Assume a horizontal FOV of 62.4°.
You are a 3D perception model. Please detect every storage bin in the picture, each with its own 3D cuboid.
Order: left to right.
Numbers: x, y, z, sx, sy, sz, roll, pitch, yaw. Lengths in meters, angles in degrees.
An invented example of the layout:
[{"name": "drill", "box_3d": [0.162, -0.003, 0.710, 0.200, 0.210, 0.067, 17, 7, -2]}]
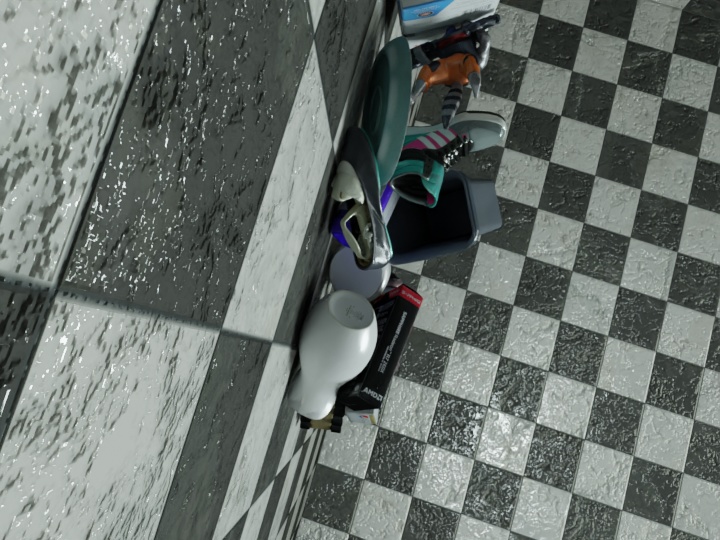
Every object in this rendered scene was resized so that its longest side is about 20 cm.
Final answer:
[{"name": "storage bin", "box_3d": [0.137, -0.102, 1.012, 0.132, 0.196, 0.151, -13, 91, -47]}]

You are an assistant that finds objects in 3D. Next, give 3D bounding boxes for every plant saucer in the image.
[{"name": "plant saucer", "box_3d": [0.031, -0.226, 0.846, 0.200, 0.026, 0.208, -175, -90, -78]}]

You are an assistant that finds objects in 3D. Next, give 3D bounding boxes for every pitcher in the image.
[{"name": "pitcher", "box_3d": [-0.040, 0.116, 0.969, 0.173, 0.118, 0.203, -67, -179, -52]}]

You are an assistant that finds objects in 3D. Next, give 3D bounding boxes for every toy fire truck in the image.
[{"name": "toy fire truck", "box_3d": [-0.059, 0.234, 1.303, 0.178, 0.124, 0.206, 100, -4, -59]}]

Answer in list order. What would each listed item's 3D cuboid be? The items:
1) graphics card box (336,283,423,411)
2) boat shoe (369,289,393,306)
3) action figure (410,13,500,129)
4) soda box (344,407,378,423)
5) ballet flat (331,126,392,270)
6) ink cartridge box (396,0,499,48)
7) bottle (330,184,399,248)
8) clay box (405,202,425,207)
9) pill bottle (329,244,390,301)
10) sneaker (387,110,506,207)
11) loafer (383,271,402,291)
[{"name": "graphics card box", "box_3d": [0.030, 0.133, 1.006, 0.204, 0.050, 0.125, -65, -167, -23]}, {"name": "boat shoe", "box_3d": [0.020, 0.107, 1.149, 0.199, 0.074, 0.065, -42, 177, 16]}, {"name": "action figure", "box_3d": [0.119, -0.292, 0.888, 0.107, 0.195, 0.195, 63, 36, -24]}, {"name": "soda box", "box_3d": [0.013, 0.210, 1.246, 0.069, 0.061, 0.206, 75, 20, -60]}, {"name": "ballet flat", "box_3d": [-0.003, -0.092, 0.829, 0.073, 0.071, 0.206, -65, 145, -64]}, {"name": "ink cartridge box", "box_3d": [0.124, -0.406, 0.874, 0.200, 0.140, 0.087, -46, 125, -83]}, {"name": "bottle", "box_3d": [0.025, -0.132, 0.959, 0.065, 0.082, 0.205, 45, 65, -52]}, {"name": "clay box", "box_3d": [0.064, -0.134, 1.092, 0.196, 0.047, 0.118, -7, 122, -39]}, {"name": "pill bottle", "box_3d": [0.000, 0.000, 1.102, 0.200, 0.110, 0.117, -32, 138, -86]}, {"name": "sneaker", "box_3d": [0.119, -0.157, 0.867, 0.084, 0.193, 0.124, 54, 32, -56]}, {"name": "loafer", "box_3d": [0.019, 0.006, 1.274, 0.197, 0.070, 0.065, 9, -86, 54]}]
